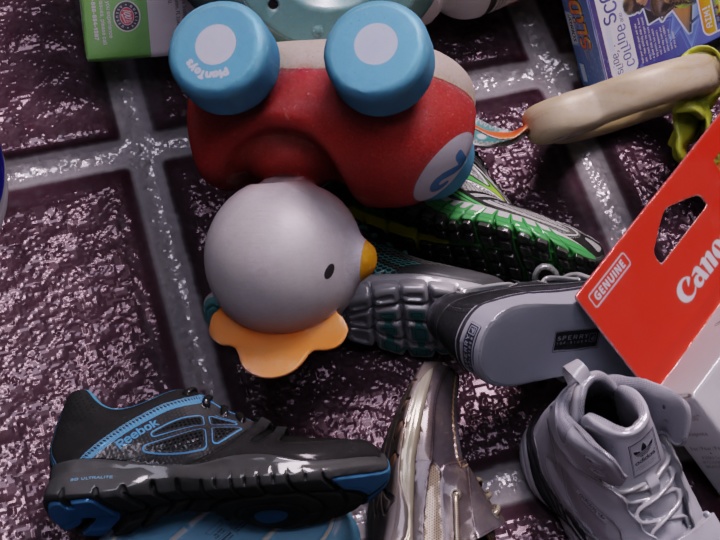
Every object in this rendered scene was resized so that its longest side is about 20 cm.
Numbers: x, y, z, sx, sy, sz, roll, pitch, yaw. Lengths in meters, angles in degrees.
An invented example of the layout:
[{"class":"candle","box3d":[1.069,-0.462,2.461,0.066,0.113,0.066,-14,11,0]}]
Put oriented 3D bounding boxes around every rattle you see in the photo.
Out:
[{"class":"rattle","box3d":[0.165,-0.069,1.141,0.199,0.144,0.130,-19,15,-25]}]

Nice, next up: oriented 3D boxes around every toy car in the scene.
[{"class":"toy car","box3d":[-0.024,-0.031,0.995,0.176,0.184,0.201,2,75,13]}]

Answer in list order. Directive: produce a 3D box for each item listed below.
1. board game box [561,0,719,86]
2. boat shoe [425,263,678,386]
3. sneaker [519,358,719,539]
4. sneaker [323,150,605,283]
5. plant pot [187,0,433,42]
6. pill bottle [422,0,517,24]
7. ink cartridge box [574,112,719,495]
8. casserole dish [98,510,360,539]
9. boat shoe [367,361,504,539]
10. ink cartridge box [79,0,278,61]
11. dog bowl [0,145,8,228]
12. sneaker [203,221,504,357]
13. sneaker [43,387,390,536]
[{"class":"board game box","box3d":[0.198,-0.246,1.199,0.135,0.201,0.034,-26,25,-19]},{"class":"boat shoe","box3d":[0.129,0.036,1.059,0.199,0.074,0.068,-6,23,-34]},{"class":"sneaker","box3d":[0.171,0.142,0.983,0.075,0.115,0.200,-30,64,-21]},{"class":"sneaker","box3d":[0.074,-0.046,1.121,0.199,0.078,0.085,25,58,13]},{"class":"plant pot","box3d":[-0.030,-0.218,1.059,0.199,0.202,0.161,-5,22,-7]},{"class":"pill bottle","box3d":[0.099,-0.253,1.234,0.199,0.117,0.117,-25,62,-19]},{"class":"ink cartridge box","box3d":[0.247,0.015,1.060,0.174,0.043,0.200,51,60,-18]},{"class":"casserole dish","box3d":[-0.089,0.171,0.993,0.121,0.039,0.200,41,63,21]},{"class":"boat shoe","box3d":[0.044,0.153,1.002,0.073,0.075,0.201,14,64,-8]},{"class":"ink cartridge box","box3d":[-0.102,-0.236,1.183,0.199,0.146,0.084,-6,31,-9]},{"class":"dog bowl","box3d":[-0.337,-0.068,1.107,0.199,0.079,0.201,2,57,-2]},{"class":"sneaker","box3d":[0.000,0.000,1.091,0.199,0.078,0.092,4,53,-3]},{"class":"sneaker","box3d":[-0.082,0.103,0.971,0.199,0.073,0.082,0,57,-4]}]
